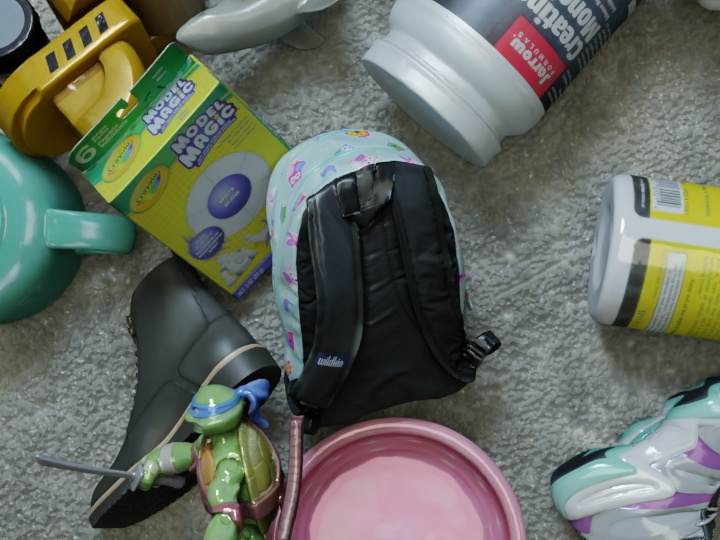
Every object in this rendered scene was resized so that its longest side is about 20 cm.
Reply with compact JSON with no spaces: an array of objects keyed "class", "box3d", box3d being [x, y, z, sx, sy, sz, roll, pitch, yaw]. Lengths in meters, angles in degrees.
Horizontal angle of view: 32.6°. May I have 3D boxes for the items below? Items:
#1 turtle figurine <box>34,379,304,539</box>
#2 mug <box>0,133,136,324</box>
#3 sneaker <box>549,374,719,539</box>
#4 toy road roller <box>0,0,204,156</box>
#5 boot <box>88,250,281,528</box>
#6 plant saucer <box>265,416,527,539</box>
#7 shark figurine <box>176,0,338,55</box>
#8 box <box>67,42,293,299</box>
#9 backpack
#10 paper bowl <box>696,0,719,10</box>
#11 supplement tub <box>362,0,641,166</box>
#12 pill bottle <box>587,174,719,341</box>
[{"class":"turtle figurine","box3d":[-0.119,0.186,0.847,0.200,0.144,0.194,-37,115,-38]},{"class":"mug","box3d":[-0.286,-0.041,0.946,0.185,0.114,0.152,-31,86,2]},{"class":"sneaker","box3d":[0.259,0.169,0.933,0.200,0.078,0.140,-32,88,11]},{"class":"toy road roller","box3d":[-0.183,-0.161,0.919,0.200,0.123,0.146,-40,75,-9]},{"class":"boot","box3d":[-0.164,0.094,0.968,0.200,0.077,0.138,-45,64,13]},{"class":"plant saucer","box3d":[0.028,0.213,0.951,0.200,0.051,0.201,0,87,3]},{"class":"shark figurine","box3d":[-0.033,-0.239,0.921,0.128,0.089,0.215,22,99,-39]},{"class":"box","box3d":[-0.113,-0.069,0.901,0.117,0.200,0.048,-48,51,1]},{"class":"backpack","box3d":[0.000,0.000,0.898,0.166,0.127,0.201,-18,119,-18]},{"class":"paper bowl","box3d":[0.256,-0.270,0.885,0.104,0.201,0.201,-34,86,18]},{"class":"supplement tub","box3d":[0.111,-0.192,0.918,0.140,0.140,0.200,40,90,4]},{"class":"pill bottle","box3d":[0.278,-0.003,0.915,0.199,0.114,0.115,9,88,4]}]
